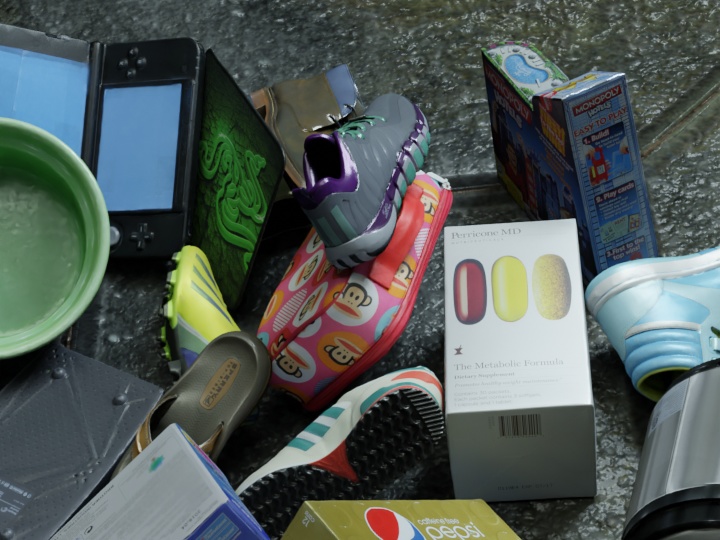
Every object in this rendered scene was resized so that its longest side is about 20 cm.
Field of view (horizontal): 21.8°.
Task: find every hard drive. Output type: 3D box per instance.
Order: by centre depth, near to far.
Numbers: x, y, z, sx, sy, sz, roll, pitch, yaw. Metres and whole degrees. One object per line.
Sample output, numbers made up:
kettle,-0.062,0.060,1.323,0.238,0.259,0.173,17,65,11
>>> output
hard drive,-0.257,0.155,1.489,0.134,0.042,0.200,19,53,26

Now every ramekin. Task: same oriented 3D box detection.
ramekin,-0.308,-0.020,1.558,0.199,0.098,0.201,1,82,-6

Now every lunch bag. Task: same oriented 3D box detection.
lunch bag,0.000,0.000,1.506,0.082,0.176,0.200,34,46,-12

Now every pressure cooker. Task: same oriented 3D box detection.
pressure cooker,0.265,0.181,1.280,0.178,0.177,0.200,4,42,19

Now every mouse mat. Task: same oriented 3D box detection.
mouse mat,-0.122,-0.082,1.624,0.007,0.162,0.200,3,32,-31

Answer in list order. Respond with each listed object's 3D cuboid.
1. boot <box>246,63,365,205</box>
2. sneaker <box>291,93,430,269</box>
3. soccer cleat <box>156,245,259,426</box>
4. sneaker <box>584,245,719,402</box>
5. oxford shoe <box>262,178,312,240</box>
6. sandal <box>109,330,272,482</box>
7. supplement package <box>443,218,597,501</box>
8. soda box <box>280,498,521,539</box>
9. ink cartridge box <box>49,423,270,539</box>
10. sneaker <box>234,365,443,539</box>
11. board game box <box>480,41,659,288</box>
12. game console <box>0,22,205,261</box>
boot,-0.031,-0.117,1.596,0.097,0.075,0.200,-26,38,-1
sneaker,-0.001,-0.095,1.450,0.074,0.088,0.200,-22,31,27
soccer cleat,-0.125,0.059,1.560,0.083,0.065,0.201,3,42,-13
sneaker,0.288,0.051,1.486,0.199,0.080,0.131,-10,58,-14
oxford shoe,-0.030,-0.077,1.671,0.199,0.071,0.075,-26,49,-2
sandal,-0.136,0.133,1.437,0.082,0.055,0.200,32,83,18
supplement package,0.123,0.068,1.463,0.113,0.110,0.201,-4,45,5
soda box,0.031,0.203,1.293,0.199,0.064,0.068,8,29,-49
ink cartridge box,-0.137,0.206,1.313,0.136,0.076,0.200,-44,21,-4
sneaker,-0.014,0.141,1.423,0.199,0.070,0.093,-37,9,19
board game box,0.176,-0.106,1.565,0.061,0.200,0.200,-23,46,-12
game console,-0.242,-0.115,1.637,0.175,0.116,0.201,0,81,28
